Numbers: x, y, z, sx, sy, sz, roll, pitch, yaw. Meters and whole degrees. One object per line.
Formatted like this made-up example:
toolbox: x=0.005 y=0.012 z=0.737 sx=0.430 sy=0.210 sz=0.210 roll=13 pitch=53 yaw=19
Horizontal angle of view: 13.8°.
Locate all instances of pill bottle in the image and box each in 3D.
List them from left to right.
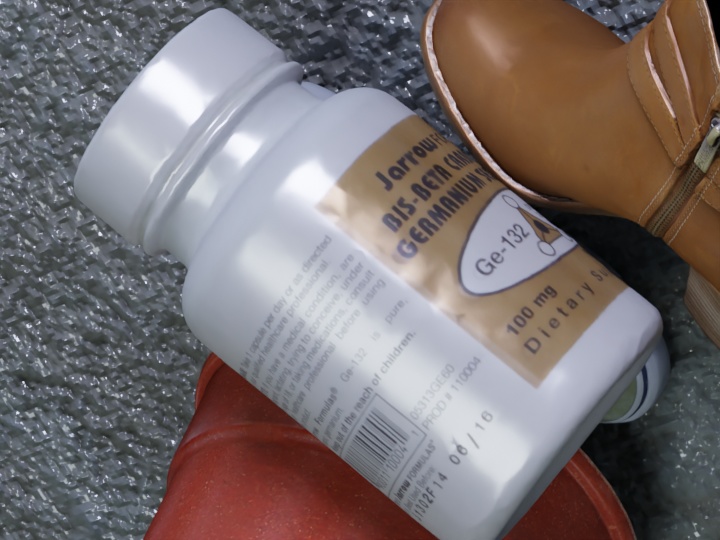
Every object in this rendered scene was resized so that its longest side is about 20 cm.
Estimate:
pill bottle: x=0.000 y=0.000 z=1.076 sx=0.200 sy=0.114 sz=0.114 roll=39 pitch=130 yaw=8

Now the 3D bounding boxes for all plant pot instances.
plant pot: x=-0.020 y=0.158 z=1.167 sx=0.201 sy=0.195 sz=0.201 roll=21 pitch=145 yaw=15

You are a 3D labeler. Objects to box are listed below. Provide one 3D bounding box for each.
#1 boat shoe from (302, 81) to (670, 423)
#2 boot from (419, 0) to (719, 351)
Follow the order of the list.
boat shoe: x=0.027 y=0.003 z=1.164 sx=0.200 sy=0.062 sz=0.072 roll=33 pitch=130 yaw=9
boot: x=0.099 y=-0.061 z=1.020 sx=0.200 sy=0.077 sz=0.155 roll=51 pitch=163 yaw=20
